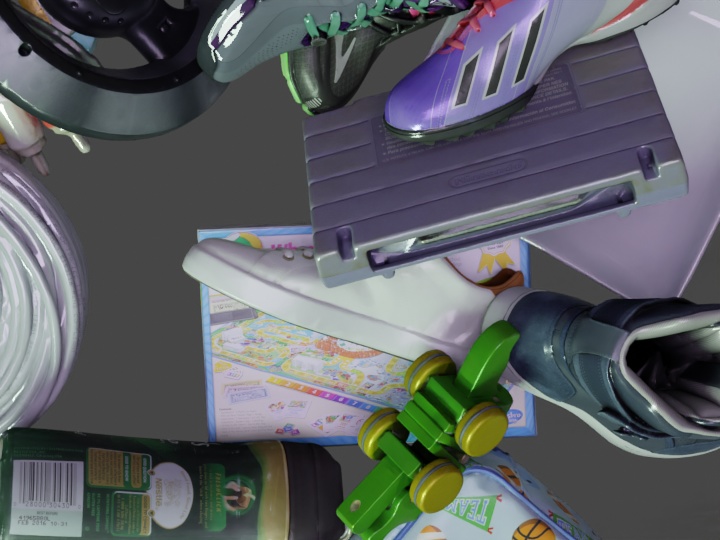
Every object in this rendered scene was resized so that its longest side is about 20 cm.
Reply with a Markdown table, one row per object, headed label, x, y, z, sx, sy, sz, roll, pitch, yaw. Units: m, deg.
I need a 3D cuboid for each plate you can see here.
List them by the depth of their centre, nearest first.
| label | x | y | z | sx | sy | sz | roll | pitch | yaw |
| --- | --- | --- | --- | --- | --- | --- | --- | --- | --- |
| plate | 0.139 | -0.105 | 0.928 | 0.199 | 0.032 | 0.201 | 29 | 88 | 10 |

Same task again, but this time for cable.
| label | x | y | z | sx | sy | sz | roll | pitch | yaw |
| --- | --- | --- | --- | --- | --- | --- | --- | --- | --- |
| cable | -0.218 | -0.139 | 0.880 | 0.200 | 0.097 | 0.050 | 52 | 48 | -31 |
| cable | -0.259 | 0.017 | 0.921 | 0.199 | 0.069 | 0.201 | 30 | 98 | -6 |

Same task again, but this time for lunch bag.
| label | x | y | z | sx | sy | sz | roll | pitch | yaw |
| --- | --- | --- | --- | --- | --- | --- | --- | --- | --- |
| lunch bag | 0.073 | 0.205 | 0.940 | 0.200 | 0.076 | 0.160 | 41 | 96 | -13 |

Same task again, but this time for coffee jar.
| label | x | y | z | sx | sy | sz | roll | pitch | yaw |
| --- | --- | --- | --- | --- | --- | --- | --- | --- | --- |
| coffee jar | -0.112 | 0.142 | 0.908 | 0.199 | 0.104 | 0.086 | 5 | 60 | -15 |

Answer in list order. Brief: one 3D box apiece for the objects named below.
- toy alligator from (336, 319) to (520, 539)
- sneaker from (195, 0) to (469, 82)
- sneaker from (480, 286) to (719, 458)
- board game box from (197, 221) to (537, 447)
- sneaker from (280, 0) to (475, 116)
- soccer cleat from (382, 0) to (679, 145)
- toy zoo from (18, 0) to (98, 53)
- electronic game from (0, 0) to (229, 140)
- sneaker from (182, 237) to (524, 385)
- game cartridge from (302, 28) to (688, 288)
| label | x | y | z | sx | sy | sz | roll | pitch | yaw |
| --- | --- | --- | --- | --- | --- | --- | --- | --- | --- |
| toy alligator | 0.028 | 0.113 | 0.870 | 0.200 | 0.054 | 0.059 | -52 | 52 | 6 |
| sneaker | 0.004 | -0.155 | 0.849 | 0.200 | 0.074 | 0.088 | -41 | 86 | 9 |
| sneaker | 0.184 | 0.066 | 0.878 | 0.202 | 0.146 | 0.077 | 20 | 81 | -34 |
| board game box | 0.004 | 0.037 | 0.954 | 0.199 | 0.034 | 0.135 | -2 | 95 | -2 |
| sneaker | 0.027 | -0.172 | 0.907 | 0.200 | 0.084 | 0.077 | -53 | 137 | 4 |
| soccer cleat | 0.090 | -0.142 | 0.860 | 0.200 | 0.068 | 0.073 | -32 | 130 | -13 |
| toy zoo | -0.218 | -0.205 | 0.934 | 0.131 | 0.020 | 0.201 | -30 | 95 | 1 |
| electronic game | -0.150 | -0.167 | 0.880 | 0.199 | 0.042 | 0.201 | 15 | 64 | -33 |
| sneaker | 0.000 | 0.000 | 0.902 | 0.199 | 0.073 | 0.085 | 17 | 91 | -15 |
| game cartridge | 0.068 | -0.064 | 0.868 | 0.199 | 0.130 | 0.039 | -15 | 128 | 7 |
